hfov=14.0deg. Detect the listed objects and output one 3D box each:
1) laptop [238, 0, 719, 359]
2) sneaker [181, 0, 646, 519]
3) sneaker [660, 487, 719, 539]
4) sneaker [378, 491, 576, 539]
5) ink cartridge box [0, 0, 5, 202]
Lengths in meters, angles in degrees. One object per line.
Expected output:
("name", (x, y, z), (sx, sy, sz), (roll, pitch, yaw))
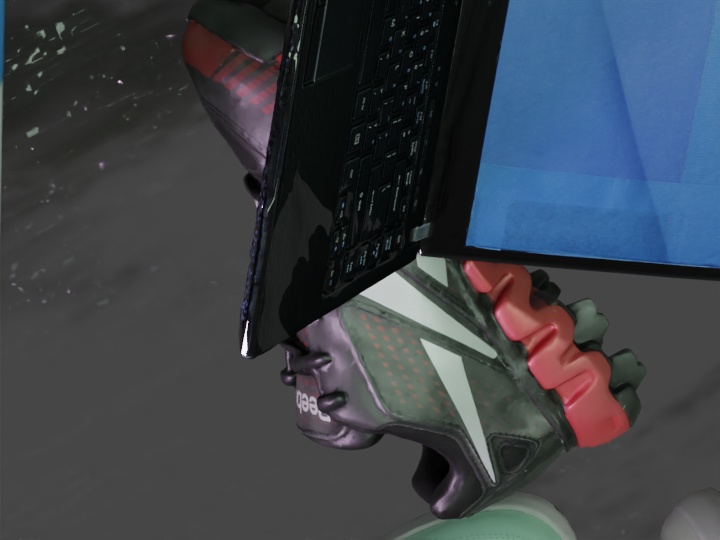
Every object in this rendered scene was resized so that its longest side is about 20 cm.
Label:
("laptop", (0.060, -0.069, 0.836), (0.103, 0.200, 0.178), (15, 108, 19))
("sneaker", (0.000, 0.000, 0.939), (0.098, 0.071, 0.201), (-42, 107, -4))
("sneaker", (0.117, 0.176, 0.994), (0.084, 0.073, 0.201), (-16, 105, -10))
("sneaker", (0.001, 0.155, 0.944), (0.200, 0.118, 0.074), (-38, 104, -4))
("ink cartridge box", (-0.179, -0.042, 0.815), (0.144, 0.200, 0.148), (1, 85, -13))
